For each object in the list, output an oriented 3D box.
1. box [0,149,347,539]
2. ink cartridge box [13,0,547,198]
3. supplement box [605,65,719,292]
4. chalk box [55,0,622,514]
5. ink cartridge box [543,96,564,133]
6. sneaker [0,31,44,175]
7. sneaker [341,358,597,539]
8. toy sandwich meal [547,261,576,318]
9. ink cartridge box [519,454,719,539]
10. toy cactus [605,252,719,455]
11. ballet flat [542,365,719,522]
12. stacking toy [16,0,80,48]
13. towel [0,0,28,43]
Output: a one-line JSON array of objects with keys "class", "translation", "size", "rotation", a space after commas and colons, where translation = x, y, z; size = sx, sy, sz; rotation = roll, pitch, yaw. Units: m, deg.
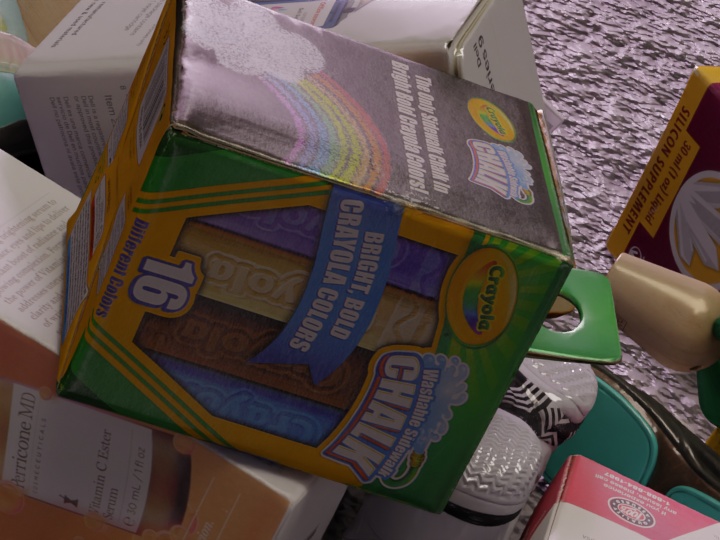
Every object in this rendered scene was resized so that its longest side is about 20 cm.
[{"class": "box", "translation": [-0.117, 0.074, 1.152], "size": [0.200, 0.152, 0.106], "rotation": [31, 30, 9]}, {"class": "ink cartridge box", "translation": [-0.024, -0.044, 1.219], "size": [0.200, 0.145, 0.088], "rotation": [-1, 31, 25]}, {"class": "supplement box", "translation": [0.243, -0.002, 1.566], "size": [0.103, 0.131, 0.200], "rotation": [-2, 40, -37]}, {"class": "chalk box", "translation": [0.001, -0.002, 1.088], "size": [0.200, 0.124, 0.124], "rotation": [20, 28, -14]}, {"class": "ink cartridge box", "translation": [0.012, -0.157, 1.625], "size": [0.176, 0.045, 0.200], "rotation": [48, 6, 31]}, {"class": "sneaker", "translation": [-0.134, -0.048, 1.311], "size": [0.200, 0.071, 0.080], "rotation": [13, 57, -57]}, {"class": "sneaker", "translation": [0.041, 0.094, 1.286], "size": [0.075, 0.115, 0.200], "rotation": [29, 21, 5]}, {"class": "toy sandwich meal", "translation": [0.000, 0.000, 1.392], "size": [0.205, 0.070, 0.205], "rotation": [3, 79, -14]}, {"class": "ink cartridge box", "translation": [0.122, 0.184, 1.229], "size": [0.146, 0.083, 0.200], "rotation": [27, 30, 0]}, {"class": "toy cactus", "translation": [0.187, 0.054, 1.416], "size": [0.165, 0.102, 0.200], "rotation": [31, -10, 8]}, {"class": "ballet flat", "translation": [0.150, 0.108, 1.389], "size": [0.200, 0.068, 0.068], "rotation": [42, 20, 32]}, {"class": "stacking toy", "translation": [-0.128, -0.115, 1.474], "size": [0.085, 0.085, 0.200], "rotation": [27, 6, 2]}, {"class": "towel", "translation": [-0.254, -0.160, 1.335], "size": [0.171, 0.048, 0.200], "rotation": [4, 48, -40]}]
